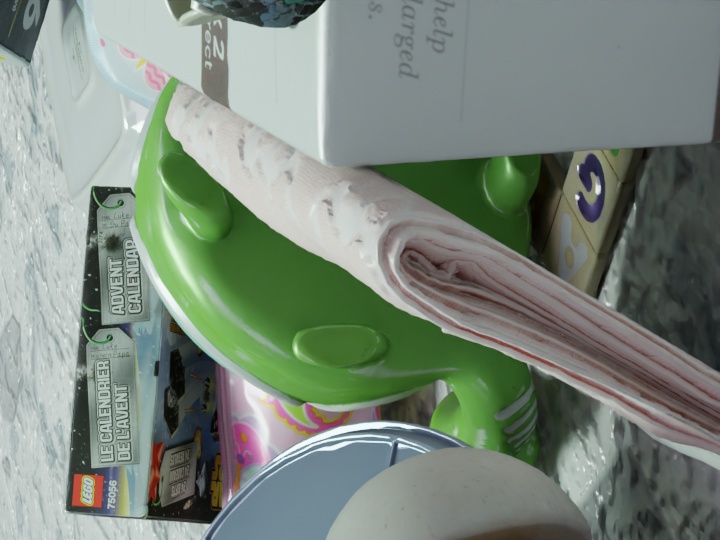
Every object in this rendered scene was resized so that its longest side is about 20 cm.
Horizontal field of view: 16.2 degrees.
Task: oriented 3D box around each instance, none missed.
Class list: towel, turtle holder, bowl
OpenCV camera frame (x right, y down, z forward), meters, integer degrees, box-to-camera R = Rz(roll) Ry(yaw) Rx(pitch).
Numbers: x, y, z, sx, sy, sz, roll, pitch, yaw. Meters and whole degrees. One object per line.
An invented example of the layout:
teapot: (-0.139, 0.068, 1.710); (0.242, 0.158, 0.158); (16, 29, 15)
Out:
towel: (0.044, 0.010, 0.774); (0.032, 0.190, 0.200); (-60, 25, 1)
turtle holder: (0.000, -0.011, 0.951); (0.132, 0.184, 0.142); (136, 154, -69)
bowl: (-0.109, -0.111, 1.277); (0.200, 0.074, 0.202); (143, 117, -67)

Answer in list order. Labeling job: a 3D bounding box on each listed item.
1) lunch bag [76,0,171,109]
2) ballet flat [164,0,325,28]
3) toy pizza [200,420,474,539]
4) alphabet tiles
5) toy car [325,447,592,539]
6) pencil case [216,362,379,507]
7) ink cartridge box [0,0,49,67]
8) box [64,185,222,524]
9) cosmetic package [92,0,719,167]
lunch bag: (-0.061, -0.167, 1.066); (0.200, 0.126, 0.170); (-122, 31, -42)
ballet flat: (-0.059, -0.102, 0.690); (0.200, 0.074, 0.075); (-148, 54, -64)
toy pizza: (0.004, 0.151, 0.848); (0.199, 0.032, 0.202); (-12, 73, 41)
alphabet tiles: (0.062, -0.111, 0.922); (0.168, 0.007, 0.201); (104, 151, -42)
toy car: (0.002, 0.161, 0.705); (0.200, 0.149, 0.176); (-58, 47, 46)
pencil case: (-0.028, 0.071, 1.081); (0.087, 0.087, 0.202); (-145, 51, -63)
ink cartridge box: (-0.153, -0.200, 1.178); (0.200, 0.047, 0.199); (27, -102, -79)
box: (-0.083, 0.044, 1.136); (0.200, 0.040, 0.138); (36, -123, -78)
cosmetic package: (0.025, -0.137, 0.776); (0.200, 0.164, 0.166); (-147, 56, -61)
